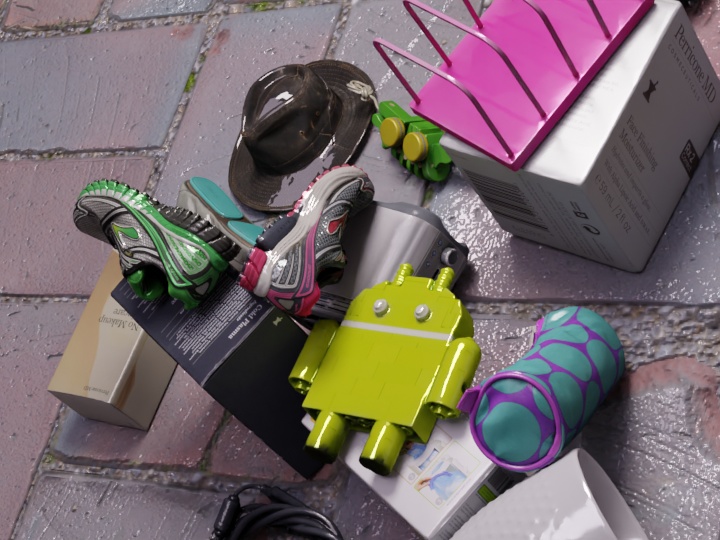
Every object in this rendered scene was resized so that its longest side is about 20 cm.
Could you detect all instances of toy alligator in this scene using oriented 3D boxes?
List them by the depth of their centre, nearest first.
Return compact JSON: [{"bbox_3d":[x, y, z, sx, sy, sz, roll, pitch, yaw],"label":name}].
[{"bbox_3d":[0.045,-0.139,1.749,0.200,0.059,0.055,37,125,44],"label":"toy alligator"}]

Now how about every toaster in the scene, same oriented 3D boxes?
[{"bbox_3d":[0.000,0.000,1.643,0.199,0.114,0.130,15,72,38],"label":"toaster"}]

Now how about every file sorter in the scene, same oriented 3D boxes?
[{"bbox_3d":[0.129,-0.221,1.459,0.139,0.125,0.200,34,82,39],"label":"file sorter"}]

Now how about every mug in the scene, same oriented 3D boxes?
[{"bbox_3d":[0.154,0.274,1.345,0.175,0.148,0.201,-33,79,12],"label":"mug"}]

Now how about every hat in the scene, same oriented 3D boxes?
[{"bbox_3d":[-0.083,-0.166,1.833,0.199,0.081,0.202,-17,53,24],"label":"hat"}]

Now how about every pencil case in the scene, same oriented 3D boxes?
[{"bbox_3d":[0.158,0.098,1.418,0.092,0.200,0.085,32,115,12],"label":"pencil case"}]

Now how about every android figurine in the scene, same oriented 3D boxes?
[{"bbox_3d":[0.025,0.081,1.470,0.181,0.041,0.201,8,62,37],"label":"android figurine"}]

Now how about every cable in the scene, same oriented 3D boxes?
[{"bbox_3d":[-0.085,0.292,1.547,0.199,0.051,0.164,27,78,42],"label":"cable"}]

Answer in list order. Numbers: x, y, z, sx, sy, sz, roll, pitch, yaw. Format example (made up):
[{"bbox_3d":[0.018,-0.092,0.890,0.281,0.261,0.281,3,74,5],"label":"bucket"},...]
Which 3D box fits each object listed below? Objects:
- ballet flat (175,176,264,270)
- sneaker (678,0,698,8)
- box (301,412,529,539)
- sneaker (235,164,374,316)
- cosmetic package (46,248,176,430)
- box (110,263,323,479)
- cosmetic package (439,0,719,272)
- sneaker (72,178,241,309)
[{"bbox_3d":[-0.140,-0.034,1.808,0.200,0.067,0.064,41,115,45],"label":"ballet flat"},{"bbox_3d":[0.247,-0.269,1.682,0.199,0.071,0.098,-27,51,19],"label":"sneaker"},{"bbox_3d":[0.057,0.171,1.486,0.101,0.113,0.200,-47,46,-5],"label":"box"},{"bbox_3d":[-0.038,-0.024,1.529,0.074,0.081,0.200,33,43,7],"label":"sneaker"},{"bbox_3d":[-0.244,0.062,1.796,0.105,0.071,0.201,5,64,36],"label":"cosmetic package"},{"bbox_3d":[-0.113,0.076,1.607,0.104,0.200,0.182,-48,45,-5],"label":"box"},{"bbox_3d":[0.211,-0.138,1.550,0.164,0.165,0.201,20,73,37],"label":"cosmetic package"},{"bbox_3d":[-0.206,-0.025,1.549,0.199,0.078,0.086,21,74,41],"label":"sneaker"}]
